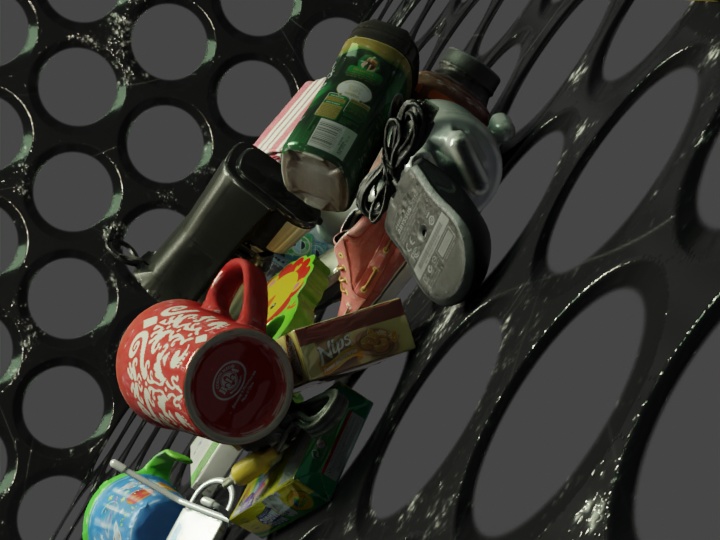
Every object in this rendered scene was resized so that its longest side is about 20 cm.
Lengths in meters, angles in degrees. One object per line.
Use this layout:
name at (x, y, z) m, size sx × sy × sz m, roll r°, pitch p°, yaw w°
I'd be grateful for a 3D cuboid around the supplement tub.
supplement tub at (0.076, -0.149, 1.668) m, size 0.200 × 0.107 × 0.107 m, roll -57°, pitch 10°, yaw 0°

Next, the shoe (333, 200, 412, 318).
shoe at (0.000, 0.000, 1.618) m, size 0.200 × 0.091 × 0.072 m, roll -52°, pitch 11°, yaw 26°

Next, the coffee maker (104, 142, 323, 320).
coffee maker at (-0.175, -0.047, 1.780) m, size 0.200 × 0.192 × 0.135 m, roll -52°, pitch 31°, yaw 24°

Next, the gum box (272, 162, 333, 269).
gum box at (-0.058, -0.090, 1.934) m, size 0.201 × 0.169 × 0.045 m, roll -61°, pitch 7°, yaw -22°

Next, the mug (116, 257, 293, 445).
mug at (-0.149, 0.080, 1.429) m, size 0.200 × 0.133 × 0.179 m, roll -172°, pitch 82°, yaw -68°

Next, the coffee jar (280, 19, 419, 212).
coffee jar at (-0.008, -0.167, 1.574) m, size 0.104 × 0.085 × 0.200 m, roll 92°, pitch -156°, yaw -58°

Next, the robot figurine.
robot figurine at (0.082, -0.114, 1.515) m, size 0.169 × 0.113 × 0.200 m, roll -23°, pitch 13°, yaw 1°

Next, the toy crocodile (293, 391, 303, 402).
toy crocodile at (-0.082, 0.109, 1.762) m, size 0.068 × 0.062 × 0.200 m, roll -55°, pitch 10°, yaw 10°

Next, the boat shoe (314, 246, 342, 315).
boat shoe at (-0.065, 0.041, 1.788) m, size 0.200 × 0.062 × 0.073 m, roll -34°, pitch 35°, yaw 34°

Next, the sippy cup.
sippy cup at (-0.255, 0.316, 1.801) m, size 0.139 × 0.179 × 0.130 m, roll -14°, pitch 4°, yaw -26°

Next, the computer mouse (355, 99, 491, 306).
computer mouse at (0.072, -0.051, 1.371) m, size 0.139 × 0.053 × 0.200 m, roll -61°, pitch 42°, yaw 35°

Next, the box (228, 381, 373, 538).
box at (-0.066, 0.195, 1.477) m, size 0.200 × 0.048 × 0.118 m, roll -37°, pitch 23°, yaw 57°

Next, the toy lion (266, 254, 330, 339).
toy lion at (-0.101, 0.064, 1.669) m, size 0.192 × 0.069 × 0.200 m, roll -49°, pitch 16°, yaw -6°

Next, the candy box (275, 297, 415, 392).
candy box at (-0.036, 0.083, 1.482) m, size 0.115 × 0.056 × 0.200 m, roll -17°, pitch -5°, yaw -22°

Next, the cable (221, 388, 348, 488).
cable at (-0.059, 0.149, 1.406) m, size 0.200 × 0.050 × 0.097 m, roll -26°, pitch 19°, yaw 46°

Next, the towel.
towel at (-0.045, -0.190, 1.842) m, size 0.200 × 0.030 × 0.147 m, roll 0°, pitch 46°, yaw 53°

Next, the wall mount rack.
wall mount rack at (-0.238, 0.305, 1.692) m, size 0.173 × 0.075 × 0.201 m, roll 12°, pitch 64°, yaw 39°

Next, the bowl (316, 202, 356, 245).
bowl at (0.002, -0.132, 1.822) m, size 0.201 × 0.090 × 0.201 m, roll -31°, pitch 30°, yaw 21°

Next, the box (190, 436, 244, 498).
box at (-0.175, 0.210, 1.975) m, size 0.145 × 0.036 × 0.200 m, roll -57°, pitch 9°, yaw 4°
